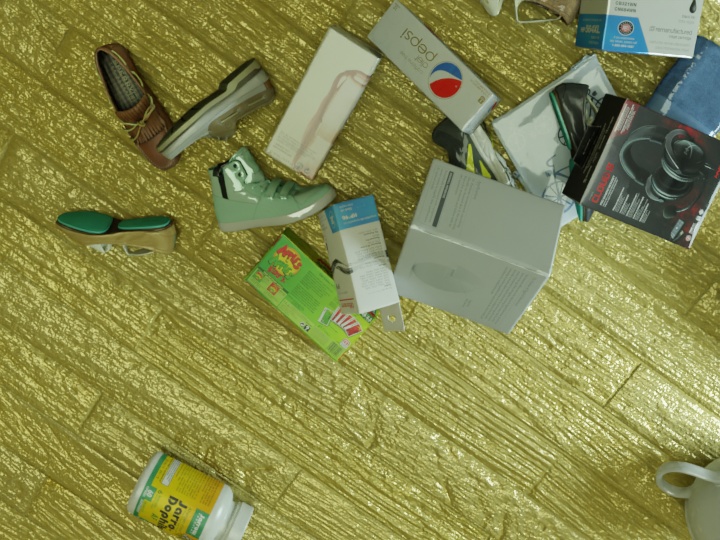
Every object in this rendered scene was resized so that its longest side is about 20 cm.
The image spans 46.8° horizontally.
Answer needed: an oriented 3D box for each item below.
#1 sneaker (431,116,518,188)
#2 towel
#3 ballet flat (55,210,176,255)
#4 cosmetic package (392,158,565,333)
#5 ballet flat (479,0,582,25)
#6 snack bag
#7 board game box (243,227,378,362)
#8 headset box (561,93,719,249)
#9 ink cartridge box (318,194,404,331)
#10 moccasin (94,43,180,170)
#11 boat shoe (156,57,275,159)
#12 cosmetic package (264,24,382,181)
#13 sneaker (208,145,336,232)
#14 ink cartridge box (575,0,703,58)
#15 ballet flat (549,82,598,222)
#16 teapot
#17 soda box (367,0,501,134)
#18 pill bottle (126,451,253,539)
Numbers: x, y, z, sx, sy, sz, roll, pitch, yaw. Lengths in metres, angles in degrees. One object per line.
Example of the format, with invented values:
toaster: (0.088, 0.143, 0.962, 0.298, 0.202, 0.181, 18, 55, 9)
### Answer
sneaker: (0.176, -0.146, 1.244, 0.084, 0.074, 0.203, -26, 93, 19)
towel: (0.456, -0.220, 1.182, 0.111, 0.049, 0.202, 32, 103, -11)
ballet flat: (-0.392, -0.053, 1.334, 0.195, 0.069, 0.064, 4, 121, 7)
cosmetic package: (0.161, -0.029, 1.193, 0.196, 0.200, 0.125, 21, 63, 2)
ballet flat: (0.214, -0.386, 1.167, 0.196, 0.068, 0.069, 15, 110, 3)
snack bag: (0.312, -0.186, 1.236, 0.187, 0.021, 0.202, -32, 101, 13)
board game box: (-0.077, 0.039, 1.331, 0.199, 0.048, 0.102, 42, 105, -7)
headset box: (0.382, -0.139, 1.133, 0.197, 0.077, 0.151, 20, 103, -13)
ink cartridge box: (0.000, 0.000, 1.246, 0.067, 0.116, 0.204, -14, 90, -14)
moccasin: (-0.338, -0.246, 1.263, 0.072, 0.078, 0.205, -20, 104, 9)
boat shoe: (-0.212, -0.226, 1.240, 0.199, 0.075, 0.069, -40, 116, -2)
cosmetic package: (-0.053, -0.246, 1.219, 0.086, 0.104, 0.202, 29, 109, -4)
sneaker: (-0.140, -0.134, 1.272, 0.196, 0.074, 0.120, -10, 111, 12)
ink cartridge box: (0.383, -0.397, 1.117, 0.143, 0.084, 0.204, 1, 107, -12)
ballet flat: (0.325, -0.172, 1.194, 0.072, 0.073, 0.204, -14, 102, 10)
teapot: (0.577, 0.385, 1.305, 0.145, 0.194, 0.204, -29, 69, 50)
soda box: (0.105, -0.286, 1.178, 0.200, 0.063, 0.068, 47, 108, 13)
pill bottle: (-0.288, 0.403, 1.426, 0.197, 0.113, 0.114, 27, 107, -2)
